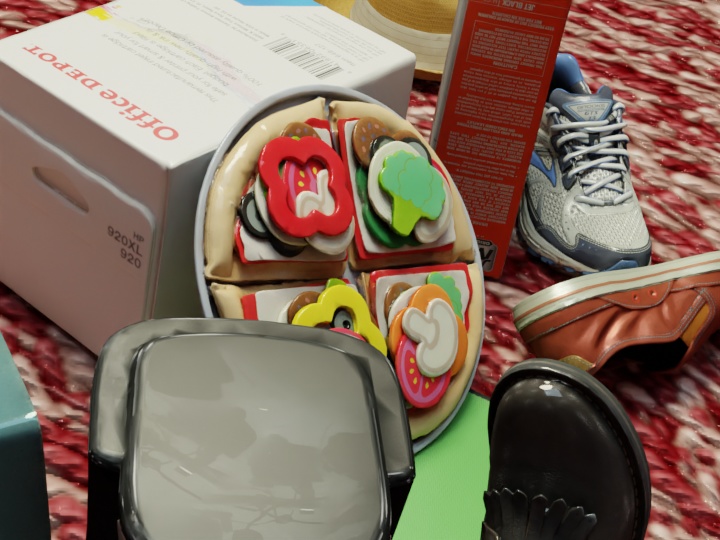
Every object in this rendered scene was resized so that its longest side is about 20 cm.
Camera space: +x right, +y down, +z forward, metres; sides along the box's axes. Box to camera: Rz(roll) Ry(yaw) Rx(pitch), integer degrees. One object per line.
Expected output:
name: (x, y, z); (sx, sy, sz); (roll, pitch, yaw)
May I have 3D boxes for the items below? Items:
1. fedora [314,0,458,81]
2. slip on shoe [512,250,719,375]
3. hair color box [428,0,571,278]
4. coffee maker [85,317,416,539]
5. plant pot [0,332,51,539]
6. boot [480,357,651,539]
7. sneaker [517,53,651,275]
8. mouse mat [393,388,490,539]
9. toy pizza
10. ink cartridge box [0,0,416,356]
fedora: (0.060, -0.214, 1.311); (0.201, 0.082, 0.201); (7, 35, -5)
slip on shoe: (0.175, 0.029, 1.027); (0.200, 0.074, 0.061); (-10, 74, -37)
hair color box: (0.078, -0.107, 1.063); (0.061, 0.200, 0.102); (11, 35, -1)
coffee maker: (-0.062, 0.117, 0.701); (0.135, 0.200, 0.192); (-10, 42, -28)
plant pot: (-0.245, 0.096, 0.743); (0.200, 0.141, 0.141); (-14, 41, -21)
boot: (0.059, 0.154, 0.703); (0.069, 0.200, 0.174); (5, 23, 25)
sneaker: (0.136, -0.071, 1.130); (0.077, 0.085, 0.200); (-1, 37, -17)
mouse mat: (0.027, 0.116, 0.901); (0.161, 0.008, 0.200); (26, 38, 20)
toy pizza: (0.000, 0.000, 0.909); (0.032, 0.200, 0.200); (-15, 10, 46)
ink cartridge box: (-0.095, -0.061, 0.995); (0.147, 0.145, 0.200); (33, 40, 28)
